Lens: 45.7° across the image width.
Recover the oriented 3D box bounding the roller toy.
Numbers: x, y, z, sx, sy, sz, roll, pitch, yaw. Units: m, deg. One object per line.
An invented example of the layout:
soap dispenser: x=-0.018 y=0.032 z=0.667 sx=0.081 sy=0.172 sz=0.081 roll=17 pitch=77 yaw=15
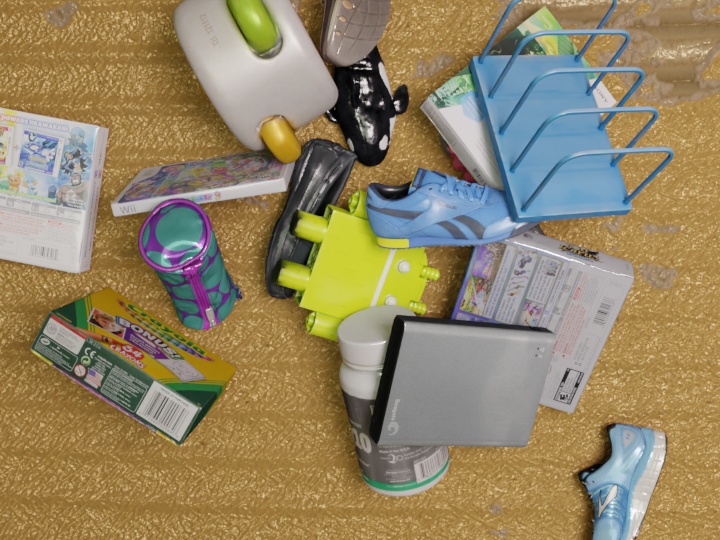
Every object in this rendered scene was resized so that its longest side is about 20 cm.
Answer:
roller toy: x=-0.121 y=-0.237 z=0.966 sx=0.138 sy=0.183 sz=0.201 roll=-29 pitch=128 yaw=5

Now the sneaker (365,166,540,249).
sneaker: x=0.098 y=-0.073 z=0.929 sx=0.197 sy=0.066 sz=0.080 roll=-3 pitch=117 yaw=21

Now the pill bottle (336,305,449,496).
pill bottle: x=0.037 y=0.152 z=1.004 sx=0.111 sy=0.113 sz=0.203 roll=-10 pitch=112 yaw=5

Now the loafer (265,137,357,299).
loafer: x=-0.061 y=-0.058 z=1.034 sx=0.069 sy=0.068 sz=0.204 roll=20 pitch=93 yaw=16

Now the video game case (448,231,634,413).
video game case: x=0.198 y=0.056 z=1.006 sx=0.178 sy=0.046 sz=0.202 roll=16 pitch=120 yaw=1

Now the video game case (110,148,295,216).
video game case: x=-0.177 y=-0.108 z=1.002 sx=0.196 sy=0.144 sz=0.018 roll=-8 pitch=113 yaw=5

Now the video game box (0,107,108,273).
video game box: x=-0.426 y=-0.106 z=1.067 sx=0.197 sy=0.047 sz=0.185 roll=11 pitch=98 yaw=2

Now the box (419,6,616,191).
box: x=0.185 y=-0.192 z=0.985 sx=0.199 sy=0.036 sz=0.145 roll=-40 pitch=93 yaw=-19

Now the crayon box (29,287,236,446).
crayon box: x=-0.260 y=0.106 z=1.013 sx=0.198 sy=0.173 sz=0.059 roll=33 pitch=100 yaw=0

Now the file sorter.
file sorter: x=0.217 y=-0.171 z=0.885 sx=0.136 sy=0.123 sz=0.203 roll=-5 pitch=67 yaw=-16

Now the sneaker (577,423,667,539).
sneaker: x=0.308 y=0.281 z=1.056 sx=0.089 sy=0.078 sz=0.203 roll=20 pitch=94 yaw=20

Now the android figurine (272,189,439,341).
android figurine: x=0.000 y=0.000 z=1.022 sx=0.197 sy=0.041 sz=0.184 roll=19 pitch=101 yaw=-20

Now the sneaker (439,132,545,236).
sneaker: x=0.180 y=-0.110 z=1.019 sx=0.095 sy=0.079 sz=0.202 roll=-33 pitch=95 yaw=-9

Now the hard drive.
hard drive: x=0.114 y=0.125 z=0.946 sx=0.197 sy=0.033 sz=0.142 roll=6 pitch=105 yaw=-25

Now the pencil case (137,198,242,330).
pencil case: x=-0.194 y=-0.001 z=0.986 sx=0.084 sy=0.201 sz=0.093 roll=-24 pitch=68 yaw=-8

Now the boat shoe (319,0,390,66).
boat shoe: x=-0.008 y=-0.321 z=0.988 sx=0.074 sy=0.073 sz=0.203 roll=33 pitch=67 yaw=-37

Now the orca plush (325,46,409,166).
orca plush: x=0.010 y=-0.228 z=1.013 sx=0.103 sy=0.071 sz=0.203 roll=12 pitch=96 yaw=2
